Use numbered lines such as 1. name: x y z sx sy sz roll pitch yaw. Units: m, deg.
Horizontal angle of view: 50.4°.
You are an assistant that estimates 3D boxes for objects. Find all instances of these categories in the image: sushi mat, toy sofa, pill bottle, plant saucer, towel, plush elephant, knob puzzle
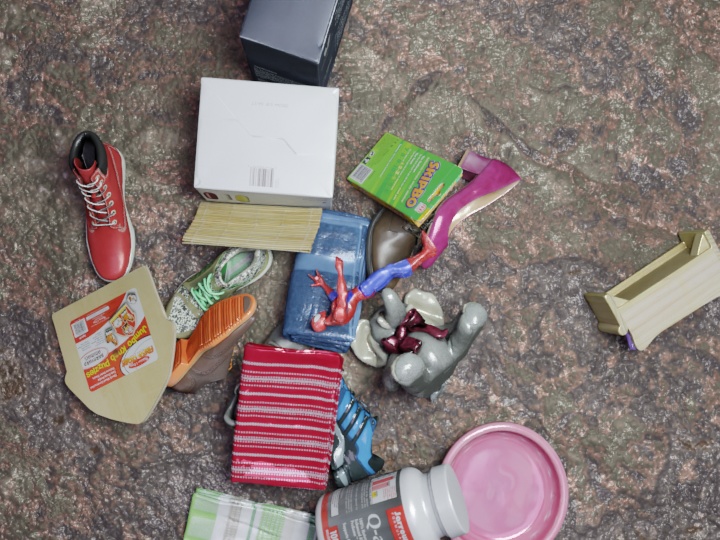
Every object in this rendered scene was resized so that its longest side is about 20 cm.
1. sushi mat: -0.154 -0.064 1.108 0.194 0.097 0.012 4 130 10
2. toy sofa: 0.447 0.030 1.146 0.197 0.083 0.099 -32 94 -4
3. pill bottle: 0.044 0.344 1.068 0.196 0.116 0.119 -21 88 14
4. plant saucer: 0.206 0.326 1.134 0.194 0.051 0.207 0 86 -2
5. towel: -0.166 0.415 1.121 0.195 0.031 0.153 13 85 -2
6. plush elephant: 0.070 0.092 1.097 0.163 0.201 0.155 -36 66 -17
7. knob puzzle: -0.342 0.123 1.105 0.214 0.030 0.226 -2 84 17
8. towel: -0.103 0.205 1.065 0.140 0.023 0.206 7 98 -4
9. towel: -0.047 0.010 1.114 0.108 0.049 0.205 10 70 -1

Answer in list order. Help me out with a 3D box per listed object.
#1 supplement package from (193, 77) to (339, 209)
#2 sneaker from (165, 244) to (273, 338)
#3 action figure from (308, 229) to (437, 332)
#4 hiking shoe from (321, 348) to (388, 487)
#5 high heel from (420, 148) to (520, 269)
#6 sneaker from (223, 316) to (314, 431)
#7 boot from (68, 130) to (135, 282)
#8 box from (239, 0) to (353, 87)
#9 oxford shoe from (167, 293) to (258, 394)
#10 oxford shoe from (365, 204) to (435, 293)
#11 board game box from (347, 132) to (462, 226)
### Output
1. supplement package: -0.132 -0.180 1.115 0.194 0.111 0.161 4 86 -2
2. sneaker: -0.213 0.019 1.111 0.200 0.089 0.077 -44 90 -4
3. action figure: 0.000 0.000 1.048 0.199 0.065 0.100 -39 79 -2
4. hiking shoe: -0.018 0.210 1.126 0.084 0.074 0.206 -12 97 -11
5. high heel: 0.162 -0.079 1.148 0.094 0.068 0.203 25 73 8
6. sneaker: -0.131 0.149 1.105 0.076 0.082 0.203 27 86 14
7. boot: -0.371 -0.087 1.082 0.070 0.144 0.206 -6 88 -5
8. box: -0.081 -0.371 1.084 0.115 0.200 0.202 17 85 -1
9. oxford shoe: -0.204 0.107 1.094 0.199 0.072 0.072 -38 126 25
10. oxford shoe: 0.063 -0.065 1.112 0.072 0.084 0.205 23 77 -31
11. board game box: 0.063 -0.132 1.093 0.096 0.199 0.030 -49 126 -3
